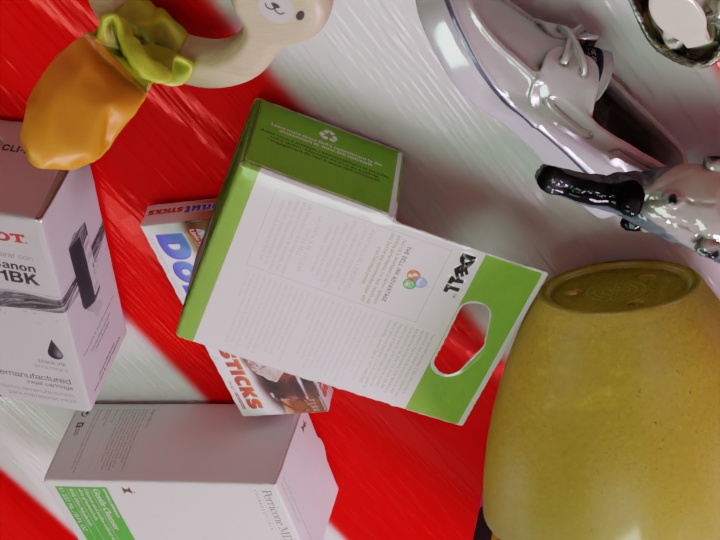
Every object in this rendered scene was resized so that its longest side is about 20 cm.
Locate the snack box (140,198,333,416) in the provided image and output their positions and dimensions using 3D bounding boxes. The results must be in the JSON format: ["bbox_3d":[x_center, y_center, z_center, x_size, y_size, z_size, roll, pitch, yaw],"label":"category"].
[{"bbox_3d":[-0.084,0.029,1.160,0.071,0.024,0.201,-4,134,21],"label":"snack box"}]

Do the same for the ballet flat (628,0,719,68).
[{"bbox_3d":[0.147,-0.180,0.820,0.071,0.072,0.201,-11,131,29],"label":"ballet flat"}]

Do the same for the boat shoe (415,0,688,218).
[{"bbox_3d":[0.111,-0.109,0.918,0.065,0.074,0.200,-26,133,33],"label":"boat shoe"}]

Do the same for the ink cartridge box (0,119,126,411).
[{"bbox_3d":[-0.254,-0.005,1.136,0.143,0.084,0.201,9,138,11],"label":"ink cartridge box"}]

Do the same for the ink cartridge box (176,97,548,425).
[{"bbox_3d":[0.000,0.000,1.044,0.198,0.076,0.148,19,127,-9],"label":"ink cartridge box"}]

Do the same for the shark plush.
[{"bbox_3d":[0.183,-0.023,0.930,0.198,0.092,0.083,-4,178,-33],"label":"shark plush"}]

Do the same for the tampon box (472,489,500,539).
[{"bbox_3d":[0.185,0.241,1.203,0.126,0.151,0.200,-25,124,37],"label":"tampon box"}]

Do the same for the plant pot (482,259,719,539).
[{"bbox_3d":[0.167,0.076,1.024,0.198,0.200,0.143,-1,108,20],"label":"plant pot"}]

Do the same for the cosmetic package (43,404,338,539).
[{"bbox_3d":[-0.129,0.165,1.280,0.198,0.085,0.108,-2,133,23],"label":"cosmetic package"}]

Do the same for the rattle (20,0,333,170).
[{"bbox_3d":[-0.081,-0.136,0.899,0.198,0.143,0.131,2,119,26],"label":"rattle"}]
